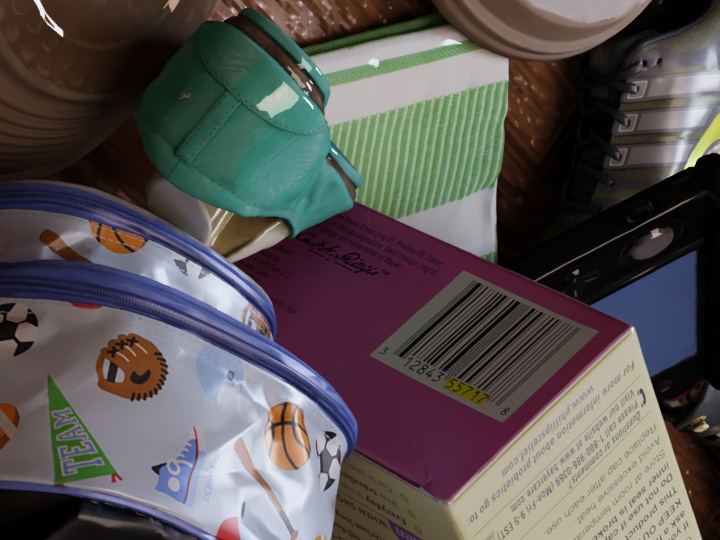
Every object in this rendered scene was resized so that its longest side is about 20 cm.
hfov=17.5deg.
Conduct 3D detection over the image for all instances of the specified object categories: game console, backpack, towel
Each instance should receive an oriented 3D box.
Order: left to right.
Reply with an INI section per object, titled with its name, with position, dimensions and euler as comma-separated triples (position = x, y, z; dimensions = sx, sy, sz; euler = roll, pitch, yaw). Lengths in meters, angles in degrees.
[backpack]
position = -0.097, 0.062, 0.753
dimensions = 0.200, 0.190, 0.154
euler = 27, 67, -43
[towel]
position = 0.000, 0.000, 0.954
dimensions = 0.152, 0.023, 0.201
euler = -18, 120, -39
[game console]
position = 0.146, 0.050, 0.953
dimensions = 0.176, 0.117, 0.200
euler = -27, 155, -5

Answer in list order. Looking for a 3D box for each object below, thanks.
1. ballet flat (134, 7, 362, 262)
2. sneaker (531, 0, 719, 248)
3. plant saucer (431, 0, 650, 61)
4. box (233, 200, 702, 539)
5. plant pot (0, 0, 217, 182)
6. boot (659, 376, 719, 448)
[ballet flat]
position = -0.044, -0.037, 0.790
dimensions = 0.070, 0.067, 0.200
euler = -45, 174, -2
[sneaker]
position = 0.117, -0.060, 1.023
dimensions = 0.081, 0.074, 0.200
euler = 45, 72, -26
[plant saucer]
position = 0.085, -0.183, 0.940
dimensions = 0.200, 0.029, 0.201
euler = -11, 105, -43
[box]
position = 0.034, 0.091, 0.881
dimensions = 0.097, 0.176, 0.200
euler = -41, 131, -23
[plant pot]
position = -0.106, -0.113, 0.751
dimensions = 0.201, 0.093, 0.201
euler = -20, 120, -40
[boot]
position = 0.185, 0.090, 1.139
dimensions = 0.154, 0.073, 0.204
euler = 13, 90, -45
